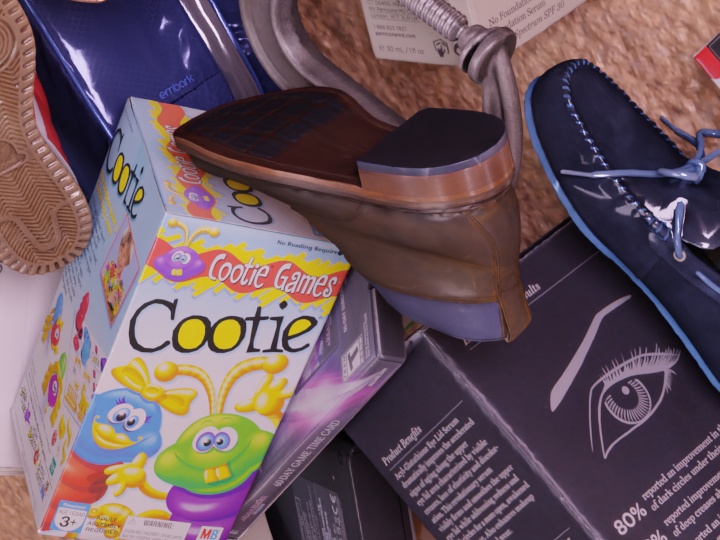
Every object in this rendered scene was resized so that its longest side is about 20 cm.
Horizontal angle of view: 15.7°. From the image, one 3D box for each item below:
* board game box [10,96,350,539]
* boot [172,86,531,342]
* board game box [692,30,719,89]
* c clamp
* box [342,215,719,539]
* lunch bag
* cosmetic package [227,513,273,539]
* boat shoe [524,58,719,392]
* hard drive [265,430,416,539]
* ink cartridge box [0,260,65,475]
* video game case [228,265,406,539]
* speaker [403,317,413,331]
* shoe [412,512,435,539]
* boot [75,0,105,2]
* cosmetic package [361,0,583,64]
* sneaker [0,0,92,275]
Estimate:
[{"bbox_3d":[-0.092,0.031,1.310,0.105,0.103,0.200,-112,39,-50],"label":"board game box"},{"bbox_3d":[-0.005,-0.023,1.173,0.200,0.075,0.097,13,128,46],"label":"boot"},{"bbox_3d":[0.249,-0.055,1.132,0.200,0.035,0.126,50,142,5],"label":"board game box"},{"bbox_3d":[0.003,-0.115,1.160,0.200,0.027,0.171,43,142,18],"label":"c clamp"},{"bbox_3d":[0.115,0.091,1.290,0.200,0.148,0.104,50,142,8],"label":"box"},{"bbox_3d":[-0.127,-0.142,1.384,0.200,0.132,0.136,58,160,-3],"label":"lunch bag"},{"bbox_3d":[-0.111,0.141,1.547,0.105,0.071,0.200,114,145,-46],"label":"cosmetic package"},{"bbox_3d":[0.160,-0.026,1.227,0.200,0.084,0.069,46,137,-16],"label":"boat shoe"},{"bbox_3d":[-0.019,0.148,1.482,0.200,0.033,0.140,-166,64,-68],"label":"hard drive"},{"bbox_3d":[-0.220,0.029,1.466,0.200,0.083,0.145,-163,77,-65],"label":"ink cartridge box"},{"bbox_3d":[-0.033,0.031,1.328,0.200,0.019,0.143,-48,39,48],"label":"video game case"},{"bbox_3d":[0.000,0.000,1.392,0.088,0.088,0.200,51,142,5],"label":"speaker"},{"bbox_3d":[0.043,0.139,1.461,0.070,0.053,0.200,-102,11,-53],"label":"shoe"},{"bbox_3d":[-0.140,-0.187,1.250,0.200,0.155,0.077,-1,143,26],"label":"boot"},{"bbox_3d":[0.040,-0.203,1.174,0.071,0.105,0.200,9,125,42],"label":"cosmetic package"},{"bbox_3d":[-0.192,-0.099,1.263,0.200,0.071,0.113,74,169,-45],"label":"sneaker"}]
